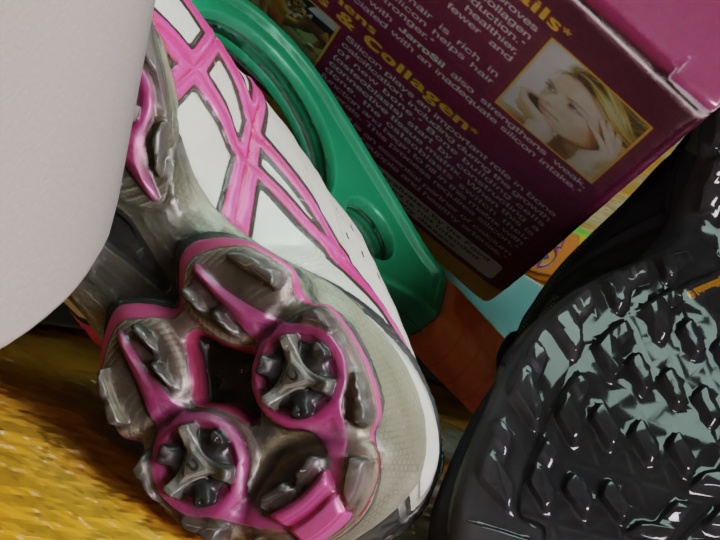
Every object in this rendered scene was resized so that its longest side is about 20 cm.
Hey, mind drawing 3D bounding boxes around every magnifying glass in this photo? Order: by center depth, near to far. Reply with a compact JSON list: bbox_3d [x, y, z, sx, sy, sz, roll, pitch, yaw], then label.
[{"bbox_3d":[0.003,-0.003,0.741,0.200,0.022,0.080,44,31,-19],"label":"magnifying glass"}]

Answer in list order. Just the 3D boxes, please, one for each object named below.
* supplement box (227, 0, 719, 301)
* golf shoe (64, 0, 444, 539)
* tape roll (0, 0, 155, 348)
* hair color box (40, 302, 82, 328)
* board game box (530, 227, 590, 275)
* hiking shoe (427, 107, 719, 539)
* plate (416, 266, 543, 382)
[{"bbox_3d":[0.044,-0.089,0.738,0.131,0.103,0.200,42,-19,-1],"label":"supplement box"},{"bbox_3d":[-0.049,-0.016,0.650,0.201,0.072,0.092,59,16,15],"label":"golf shoe"},{"bbox_3d":[-0.135,-0.086,0.516,0.201,0.140,0.203,10,34,-7],"label":"tape roll"},{"bbox_3d":[-0.126,-0.053,0.774,0.199,0.061,0.099,32,13,33],"label":"hair color box"},{"bbox_3d":[0.007,-0.040,1.105,0.199,0.030,0.095,17,13,-48],"label":"board game box"},{"bbox_3d":[0.071,0.036,0.693,0.076,0.101,0.200,38,50,3],"label":"hiking shoe"},{"bbox_3d":[0.000,0.000,0.908,0.199,0.026,0.200,26,11,-5],"label":"plate"}]
